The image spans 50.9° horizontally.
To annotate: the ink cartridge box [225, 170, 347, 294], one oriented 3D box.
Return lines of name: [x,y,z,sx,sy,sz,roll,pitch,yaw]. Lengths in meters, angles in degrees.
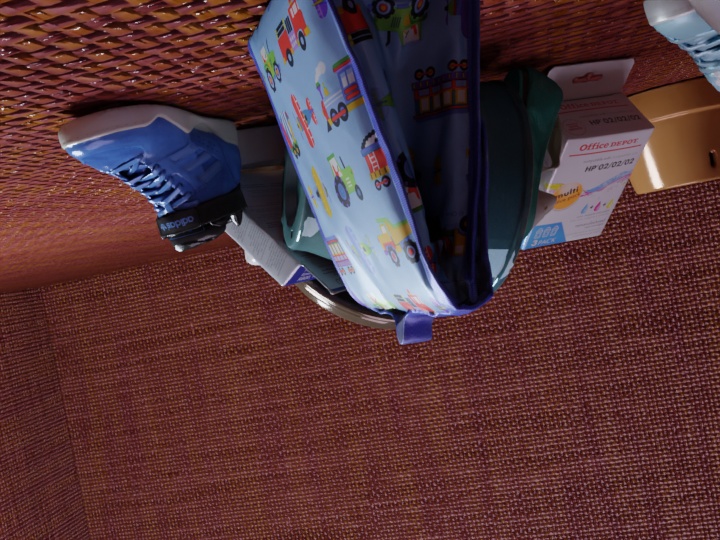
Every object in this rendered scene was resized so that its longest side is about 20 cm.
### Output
ink cartridge box: [-0.037,-0.038,0.793,0.195,0.200,0.044,-11,136,-49]

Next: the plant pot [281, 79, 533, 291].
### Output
plant pot: [0.027,-0.080,0.688,0.185,0.203,0.200,3,177,-14]

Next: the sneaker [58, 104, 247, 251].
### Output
sneaker: [-0.162,-0.073,0.642,0.076,0.113,0.200,-11,-179,22]

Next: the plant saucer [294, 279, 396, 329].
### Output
plant saucer: [0.000,0.000,0.830,0.198,0.030,0.201,19,-151,-11]

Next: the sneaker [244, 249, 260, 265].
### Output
sneaker: [-0.094,-0.059,0.904,0.087,0.076,0.200,7,-161,-9]

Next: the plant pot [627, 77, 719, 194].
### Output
plant pot: [0.472,-0.196,1.137,0.197,0.142,0.200,-10,-179,0]

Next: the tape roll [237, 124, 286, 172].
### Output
tape roll: [-0.130,-0.122,0.848,0.200,0.038,0.203,-11,-178,0]

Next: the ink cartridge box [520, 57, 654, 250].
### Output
ink cartridge box: [0.237,-0.123,0.829,0.114,0.068,0.201,-11,140,-20]

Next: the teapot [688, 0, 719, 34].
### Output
teapot: [0.201,-0.127,0.212,0.196,0.147,0.199,16,-166,-46]

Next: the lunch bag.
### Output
lunch bag: [0.010,-0.058,0.420,0.093,0.203,0.150,-11,-179,-19]

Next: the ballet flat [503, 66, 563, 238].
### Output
ballet flat: [0.160,-0.093,0.728,0.069,0.203,0.067,11,177,-16]

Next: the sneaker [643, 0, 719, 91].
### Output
sneaker: [0.287,-0.179,0.585,0.198,0.083,0.073,-12,-179,-41]
